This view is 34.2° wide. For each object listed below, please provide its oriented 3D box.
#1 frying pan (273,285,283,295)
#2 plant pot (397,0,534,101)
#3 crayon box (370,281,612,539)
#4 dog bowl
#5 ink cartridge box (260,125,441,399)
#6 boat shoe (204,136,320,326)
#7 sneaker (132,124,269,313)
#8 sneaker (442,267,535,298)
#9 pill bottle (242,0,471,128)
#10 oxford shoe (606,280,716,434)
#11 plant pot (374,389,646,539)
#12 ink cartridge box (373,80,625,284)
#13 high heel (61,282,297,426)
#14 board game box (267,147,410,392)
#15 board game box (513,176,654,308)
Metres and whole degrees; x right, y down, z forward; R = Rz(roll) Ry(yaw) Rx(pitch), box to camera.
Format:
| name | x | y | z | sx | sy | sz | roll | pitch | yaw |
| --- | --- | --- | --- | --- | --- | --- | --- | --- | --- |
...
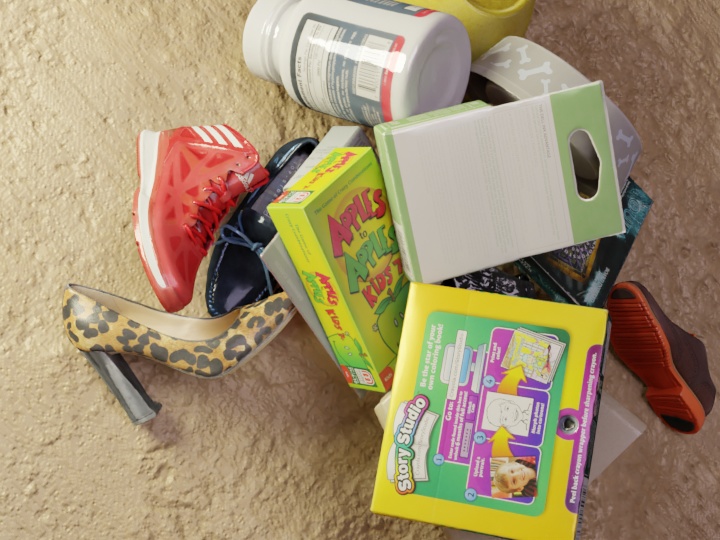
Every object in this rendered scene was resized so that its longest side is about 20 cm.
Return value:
| name | x | y | z | sx | sy | sz | roll | pitch | yaw |
| --- | --- | --- | --- | --- | --- | --- | --- | --- | --- |
| frying pan | -0.045 | -0.030 | 1.168 | 0.190 | 0.031 | 0.115 | -25 | 91 | -27 |
| plant pot | 0.102 | -0.285 | 1.204 | 0.199 | 0.142 | 0.201 | 3 | 81 | -23 |
| crayon box | 0.112 | 0.122 | 0.994 | 0.172 | 0.058 | 0.201 | 8 | 80 | 17 |
| dog bowl | 0.190 | -0.151 | 1.149 | 0.200 | 0.200 | 0.059 | 41 | 90 | -13 |
| ink cartridge box | -0.012 | -0.007 | 1.116 | 0.174 | 0.043 | 0.200 | -53 | 128 | -28 |
| boat shoe | -0.096 | -0.044 | 1.115 | 0.084 | 0.069 | 0.201 | 21 | 79 | -7 |
| sneaker | -0.139 | -0.060 | 1.049 | 0.115 | 0.078 | 0.200 | -13 | 58 | 4 |
| sneaker | 0.167 | 0.049 | 1.228 | 0.199 | 0.060 | 0.105 | 20 | 79 | -16 |
| pill bottle | -0.007 | -0.203 | 1.111 | 0.120 | 0.200 | 0.120 | -36 | 137 | -43 |
| oxford shoe | 0.333 | 0.083 | 1.286 | 0.073 | 0.071 | 0.200 | -44 | 117 | -29 |
| plant pot | 0.124 | 0.144 | 1.108 | 0.200 | 0.200 | 0.177 | -43 | 85 | 1 |
| ink cartridge box | 0.124 | -0.080 | 1.041 | 0.199 | 0.048 | 0.146 | -15 | 107 | -7 |
| high heel | -0.164 | 0.034 | 1.056 | 0.200 | 0.071 | 0.143 | -32 | 101 | 2 |
| board game box | 0.000 | 0.000 | 1.064 | 0.102 | 0.048 | 0.200 | -44 | 123 | -35 |
| board game box | 0.235 | -0.053 | 1.261 | 0.135 | 0.028 | 0.200 | 44 | 52 | -12 |
